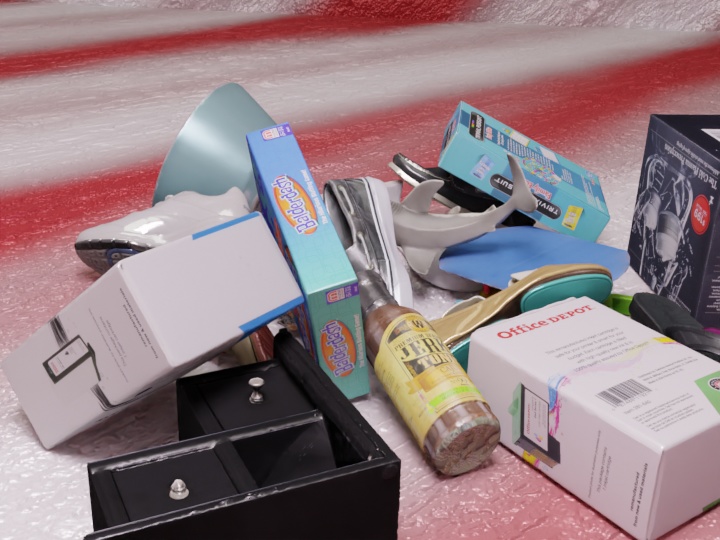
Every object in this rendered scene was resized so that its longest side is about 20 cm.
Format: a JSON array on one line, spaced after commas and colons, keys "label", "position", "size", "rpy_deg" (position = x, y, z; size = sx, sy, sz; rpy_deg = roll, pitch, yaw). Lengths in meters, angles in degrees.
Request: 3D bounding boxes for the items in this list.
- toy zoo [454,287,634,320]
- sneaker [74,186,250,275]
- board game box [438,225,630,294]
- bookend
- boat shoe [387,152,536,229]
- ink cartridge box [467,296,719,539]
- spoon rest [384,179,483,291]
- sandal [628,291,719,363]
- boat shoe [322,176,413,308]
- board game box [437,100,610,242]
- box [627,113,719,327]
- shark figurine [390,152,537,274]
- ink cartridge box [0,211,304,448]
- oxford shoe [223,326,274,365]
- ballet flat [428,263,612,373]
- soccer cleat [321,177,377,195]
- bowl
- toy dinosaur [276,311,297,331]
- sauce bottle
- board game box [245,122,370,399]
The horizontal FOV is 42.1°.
[{"label": "toy zoo", "position": [0.195, 0.049, 0.960], "size": [0.197, 0.021, 0.131], "rpy_deg": [8, 24, 13]}, {"label": "sneaker", "position": [-0.208, -0.039, 1.006], "size": [0.197, 0.075, 0.088], "rpy_deg": [-6, 50, 3]}, {"label": "board game box", "position": [0.181, 0.005, 0.988], "size": [0.157, 0.039, 0.199], "rpy_deg": [-23, 27, -36]}, {"label": "bookend", "position": [-0.103, 0.138, 0.641], "size": [0.196, 0.093, 0.200], "rpy_deg": [-9, 25, -24]}, {"label": "boat shoe", "position": [0.129, -0.103, 1.157], "size": [0.198, 0.068, 0.072], "rpy_deg": [24, 8, -4]}, {"label": "ink cartridge box", "position": [0.200, 0.107, 0.749], "size": [0.143, 0.085, 0.199], "rpy_deg": [-14, 28, -33]}, {"label": "spoon rest", "position": [0.084, -0.032, 1.106], "size": [0.098, 0.061, 0.200], "rpy_deg": [-13, 42, -29]}, {"label": "sandal", "position": [0.319, 0.068, 0.869], "size": [0.074, 0.048, 0.201], "rpy_deg": [4, 29, -25]}, {"label": "boat shoe", "position": [0.000, 0.000, 0.904], "size": [0.070, 0.072, 0.202], "rpy_deg": [0, 58, -22]}, {"label": "board game box", "position": [0.191, -0.116, 1.105], "size": [0.198, 0.047, 0.151], "rpy_deg": [28, 24, -4]}, {"label": "box", "position": [0.383, -0.056, 1.015], "size": [0.103, 0.184, 0.200], "rpy_deg": [0, 23, -5]}, {"label": "shark figurine", "position": [0.088, -0.038, 0.978], "size": [0.212, 0.129, 0.090], "rpy_deg": [-4, 47, 19]}, {"label": "ink cartridge box", "position": [-0.163, 0.047, 0.725], "size": [0.199, 0.085, 0.145], "rpy_deg": [-32, -3, 41]}, {"label": "oxford shoe", "position": [-0.128, 0.059, 0.879], "size": [0.074, 0.071, 0.200], "rpy_deg": [-34, 37, -5]}, {"label": "ballet flat", "position": [0.135, 0.034, 0.860], "size": [0.198, 0.069, 0.063], "rpy_deg": [-25, 40, -9]}, {"label": "soccer cleat", "position": [-0.033, -0.072, 1.156], "size": [0.084, 0.069, 0.200], "rpy_deg": [15, 30, 24]}, {"label": "bowl", "position": [-0.147, -0.108, 1.105], "size": [0.104, 0.202, 0.201], "rpy_deg": [27, 29, 9]}, {"label": "toy dinosaur", "position": [-0.069, -0.009, 0.987], "size": [0.134, 0.103, 0.201], "rpy_deg": [-21, 51, -11]}, {"label": "sauce bottle", "position": [0.041, 0.075, 0.776], "size": [0.064, 0.065, 0.200], "rpy_deg": [-10, 42, -27]}, {"label": "board game box", "position": [-0.047, -0.007, 0.820], "size": [0.044, 0.153, 0.201], "rpy_deg": [-17, 48, -10]}]
